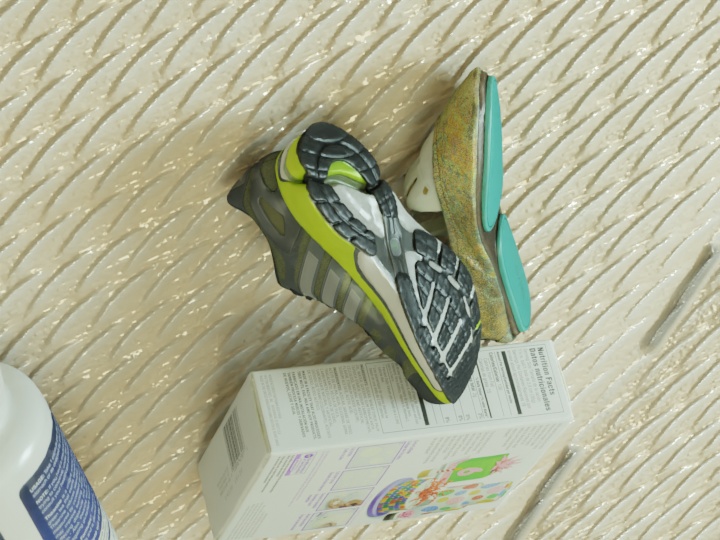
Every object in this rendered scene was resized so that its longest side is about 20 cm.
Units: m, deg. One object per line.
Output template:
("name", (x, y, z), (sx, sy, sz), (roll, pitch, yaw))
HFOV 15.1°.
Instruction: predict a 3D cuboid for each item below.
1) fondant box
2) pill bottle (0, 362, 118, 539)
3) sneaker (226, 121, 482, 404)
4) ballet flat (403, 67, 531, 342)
("fondant box", (0.013, 0.107, 1.677), (0.200, 0.058, 0.144), (-4, 155, -20))
("pill bottle", (-0.221, 0.123, 1.580), (0.111, 0.111, 0.200), (-24, 135, -4))
("sneaker", (0.000, 0.000, 1.583), (0.081, 0.074, 0.200), (-13, 122, 42))
("ballet flat", (0.059, -0.034, 1.611), (0.071, 0.071, 0.200), (-19, 133, -8))
